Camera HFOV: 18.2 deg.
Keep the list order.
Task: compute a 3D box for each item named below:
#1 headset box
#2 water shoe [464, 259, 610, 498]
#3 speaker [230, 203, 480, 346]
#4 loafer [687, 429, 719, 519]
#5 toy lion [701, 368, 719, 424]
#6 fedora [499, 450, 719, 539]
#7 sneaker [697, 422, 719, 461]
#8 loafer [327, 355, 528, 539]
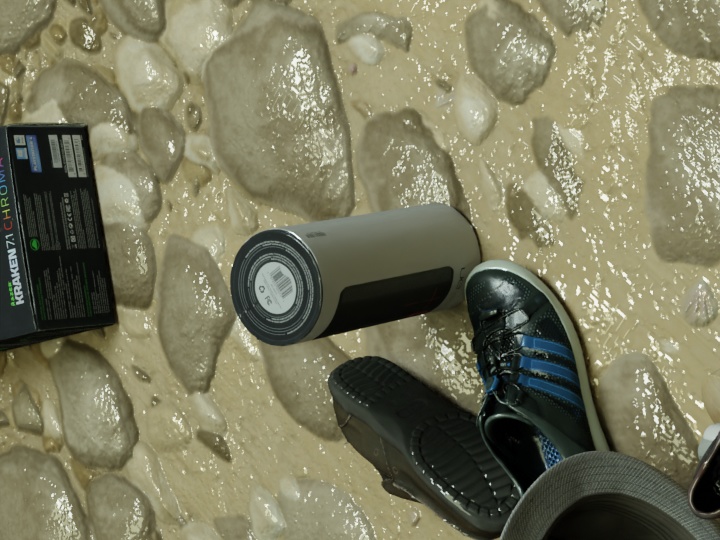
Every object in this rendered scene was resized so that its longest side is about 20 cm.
[{"bbox_3d":[-0.318,-0.020,1.899,0.200,0.093,0.175,-12,85,40],"label":"headset box"},{"bbox_3d":[0.115,0.083,1.554,0.071,0.079,0.200,-35,71,35],"label":"water shoe"},{"bbox_3d":[0.000,0.000,1.567,0.081,0.200,0.082,5,99,34],"label":"speaker"},{"bbox_3d":[0.255,0.073,1.279,0.072,0.063,0.200,44,125,17],"label":"loafer"},{"bbox_3d":[0.298,0.093,1.363,0.192,0.069,0.200,50,155,31],"label":"toy lion"},{"bbox_3d":[0.161,0.222,1.483,0.200,0.177,0.090,37,155,-8],"label":"fedora"},{"bbox_3d":[0.260,0.185,1.383,0.200,0.082,0.075,58,160,-11],"label":"sneaker"},{"bbox_3d":[0.051,0.136,1.624,0.200,0.073,0.072,42,145,42],"label":"loafer"}]
